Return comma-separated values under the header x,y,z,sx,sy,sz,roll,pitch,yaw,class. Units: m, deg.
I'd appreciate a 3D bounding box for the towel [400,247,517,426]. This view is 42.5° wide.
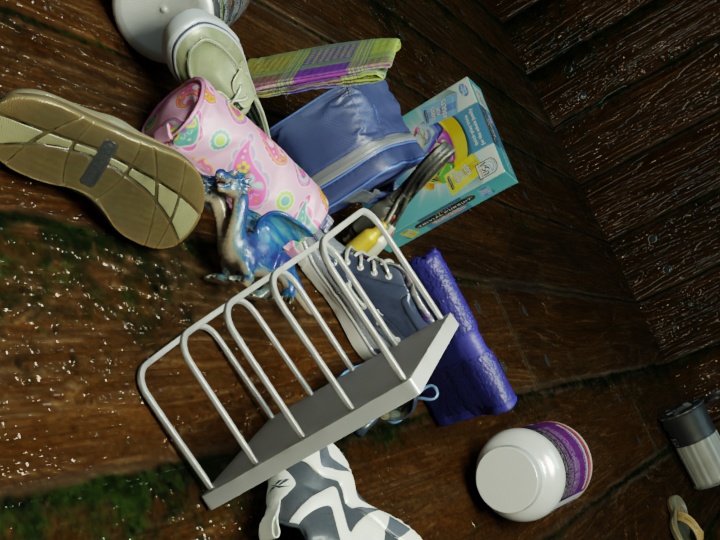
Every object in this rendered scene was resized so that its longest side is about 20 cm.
x,y,z,sx,sy,sz,roll,pitch,yaw,class
0.096,0.079,1.076,0.049,0.148,0.201,-28,90,-33,towel

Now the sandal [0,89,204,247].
x,y,z,sx,sy,sz,roll,pitch,yaw,class
-0.201,-0.085,0.722,0.200,0.080,0.054,30,13,-45,sandal

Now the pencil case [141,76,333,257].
x,y,z,sx,sy,sz,roll,pitch,yaw,class
-0.116,-0.095,0.897,0.200,0.087,0.088,44,28,-38,pencil case

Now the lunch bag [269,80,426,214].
x,y,z,sx,sy,sz,roll,pitch,yaw,class
-0.007,-0.139,1.105,0.133,0.136,0.200,62,22,0,lunch bag

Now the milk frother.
x,y,z,sx,sy,sz,roll,pitch,yaw,class
0.855,0.394,2.238,0.189,0.199,0.180,63,19,4,milk frother

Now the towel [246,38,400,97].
x,y,z,sx,sy,sz,roll,pitch,yaw,class
-0.056,-0.225,1.041,0.144,0.199,0.023,-76,156,-62,towel

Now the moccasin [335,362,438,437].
x,y,z,sx,sy,sz,roll,pitch,yaw,class
0.026,0.130,0.963,0.068,0.080,0.200,52,33,14,moccasin

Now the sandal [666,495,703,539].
x,y,z,sx,sy,sz,roll,pitch,yaw,class
0.666,0.524,1.876,0.080,0.054,0.200,55,24,-15,sandal

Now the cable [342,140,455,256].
x,y,z,sx,sy,sz,roll,pitch,yaw,class
0.051,-0.072,1.075,0.050,0.200,0.097,55,28,8,cable

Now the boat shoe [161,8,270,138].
x,y,z,sx,sy,sz,roll,pitch,yaw,class
-0.130,-0.179,0.913,0.062,0.072,0.200,52,-2,26,boat shoe

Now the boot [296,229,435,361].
x,y,z,sx,sy,sz,roll,pitch,yaw,class
0.000,0.000,1.022,0.200,0.090,0.073,57,23,-12,boot

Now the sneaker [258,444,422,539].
x,y,z,sx,sy,sz,roll,pitch,yaw,class
-0.014,0.242,0.743,0.200,0.079,0.130,58,28,-19,sneaker

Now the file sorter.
x,y,z,sx,sy,sz,roll,pitch,yaw,class
-0.050,0.063,0.715,0.125,0.200,0.139,55,23,-4,file sorter

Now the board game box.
x,y,z,sx,sy,sz,roll,pitch,yaw,class
0.089,-0.138,1.222,0.047,0.200,0.151,25,42,-55,board game box

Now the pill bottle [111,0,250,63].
x,y,z,sx,sy,sz,roll,pitch,yaw,class
-0.174,-0.294,0.968,0.106,0.106,0.200,54,24,-18,pill bottle

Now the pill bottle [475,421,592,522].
x,y,z,sx,sy,sz,roll,pitch,yaw,class
0.215,0.251,1.164,0.200,0.112,0.113,11,54,-62,pill bottle

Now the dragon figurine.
x,y,z,sx,sy,sz,roll,pitch,yaw,class
-0.085,-0.024,0.859,0.200,0.059,0.100,27,73,-43,dragon figurine
